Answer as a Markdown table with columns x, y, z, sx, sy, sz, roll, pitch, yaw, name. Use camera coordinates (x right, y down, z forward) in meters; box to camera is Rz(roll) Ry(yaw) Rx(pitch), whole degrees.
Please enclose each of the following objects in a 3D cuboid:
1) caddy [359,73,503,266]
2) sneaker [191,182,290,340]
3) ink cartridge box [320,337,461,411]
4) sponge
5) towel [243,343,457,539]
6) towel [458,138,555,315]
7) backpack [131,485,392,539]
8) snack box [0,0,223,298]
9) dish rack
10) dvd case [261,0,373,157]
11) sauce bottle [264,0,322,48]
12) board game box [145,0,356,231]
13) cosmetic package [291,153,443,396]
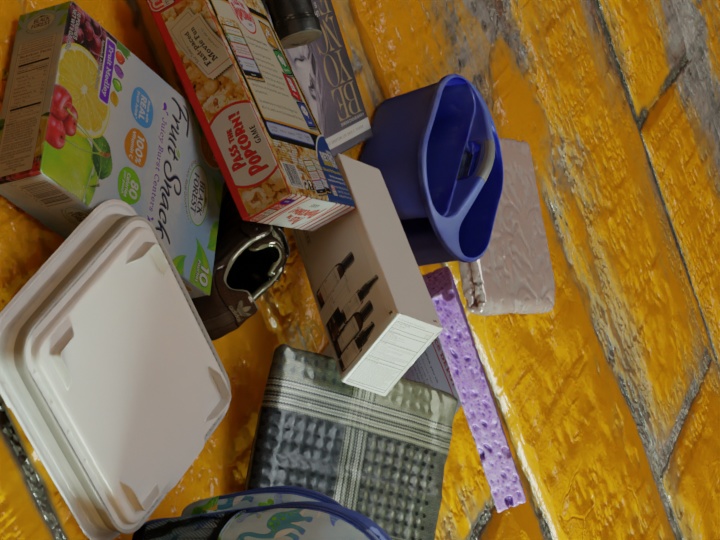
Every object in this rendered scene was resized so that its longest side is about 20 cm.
| x | y | z | sx | sy | sz | roll | pitch | yaw | name |
| --- | --- | --- | --- | --- | --- | --- | --- | --- | --- |
| 0.080 | -0.095 | 1.675 | 0.142 | 0.105 | 0.200 | 56 | 35 | -36 | caddy |
| -0.083 | -0.016 | 1.389 | 0.071 | 0.075 | 0.200 | 59 | 35 | -31 | sneaker |
| 0.028 | 0.098 | 1.551 | 0.200 | 0.066 | 0.116 | -49 | 122 | -55 | ink cartridge box |
| 0.097 | 0.101 | 1.528 | 0.112 | 0.030 | 0.201 | -94 | 165 | -78 | sponge |
| -0.012 | 0.172 | 1.415 | 0.200 | 0.034 | 0.193 | 19 | 74 | -37 | towel |
| 0.145 | -0.047 | 1.854 | 0.200 | 0.032 | 0.192 | 0 | 79 | -61 | towel |
| -0.055 | 0.239 | 1.209 | 0.183 | 0.199 | 0.147 | 66 | 31 | -24 | backpack |
| -0.176 | -0.081 | 1.270 | 0.200 | 0.053 | 0.143 | 41 | 47 | -49 | snack box |
| -0.159 | 0.071 | 1.203 | 0.172 | 0.043 | 0.200 | -54 | 135 | -39 | dish rack |
| -0.052 | -0.197 | 1.573 | 0.149 | 0.016 | 0.201 | -35 | 110 | -60 | dvd case |
| -0.080 | -0.287 | 1.486 | 0.066 | 0.066 | 0.201 | 0 | 73 | -61 | sauce bottle |
| -0.085 | -0.133 | 1.379 | 0.201 | 0.046 | 0.151 | 66 | 16 | 11 | board game box |
| 0.000 | 0.000 | 1.437 | 0.051 | 0.083 | 0.200 | 22 | 31 | -34 | cosmetic package |
